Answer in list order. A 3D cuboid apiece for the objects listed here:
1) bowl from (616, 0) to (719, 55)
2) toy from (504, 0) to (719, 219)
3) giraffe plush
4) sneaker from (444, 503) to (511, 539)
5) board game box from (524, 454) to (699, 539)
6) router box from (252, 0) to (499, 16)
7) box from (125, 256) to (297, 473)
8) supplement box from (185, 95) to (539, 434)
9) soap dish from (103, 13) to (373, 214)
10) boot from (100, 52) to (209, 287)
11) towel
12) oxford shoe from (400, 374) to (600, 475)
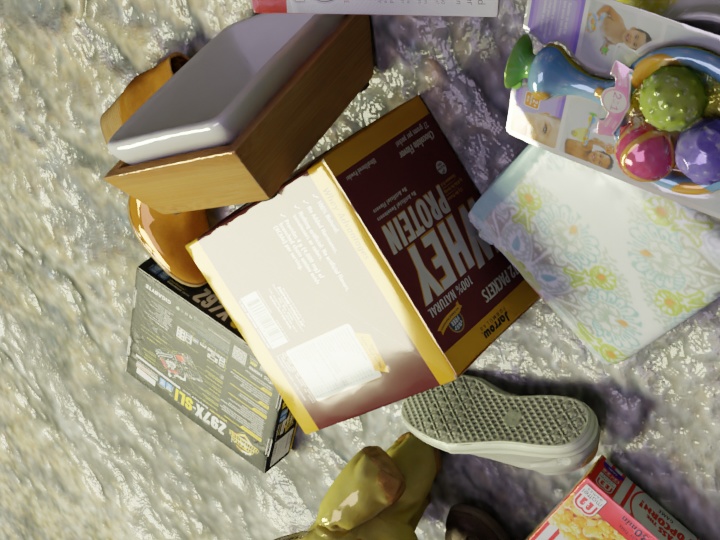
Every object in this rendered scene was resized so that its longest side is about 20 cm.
[{"bbox_3d":[0.235,-0.139,0.806,0.199,0.108,0.201,21,129,28],"label":"bowl"},{"bbox_3d":[0.174,-0.089,0.777,0.199,0.047,0.116,27,134,25],"label":"toy"},{"bbox_3d":[0.032,0.267,1.167,0.162,0.200,0.173,40,134,25],"label":"giraffe plush"},{"bbox_3d":[0.116,0.319,1.232,0.070,0.075,0.201,-1,117,40],"label":"sneaker"},{"bbox_3d":[0.203,0.279,1.122,0.151,0.046,0.200,40,123,10],"label":"board game box"},{"bbox_3d":[0.010,-0.278,0.890,0.179,0.049,0.201,2,123,7],"label":"router box"},{"bbox_3d":[-0.149,0.092,1.327,0.200,0.049,0.160,32,136,19],"label":"box"},{"bbox_3d":[0.000,0.000,1.077,0.200,0.133,0.198,-26,98,46],"label":"supplement box"},{"bbox_3d":[-0.090,-0.128,1.029,0.157,0.200,0.081,-6,127,42],"label":"soap dish"},{"bbox_3d":[-0.161,-0.089,1.199,0.144,0.071,0.202,-20,98,49],"label":"boot"},{"bbox_3d":[0.178,-0.029,0.946,0.171,0.048,0.200,46,150,4],"label":"towel"},{"bbox_3d":[0.120,0.136,1.119,0.199,0.075,0.058,5,148,39],"label":"oxford shoe"}]
